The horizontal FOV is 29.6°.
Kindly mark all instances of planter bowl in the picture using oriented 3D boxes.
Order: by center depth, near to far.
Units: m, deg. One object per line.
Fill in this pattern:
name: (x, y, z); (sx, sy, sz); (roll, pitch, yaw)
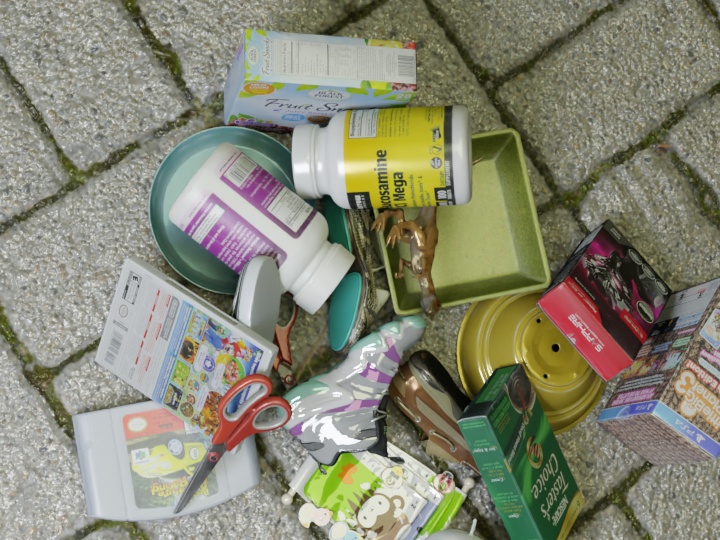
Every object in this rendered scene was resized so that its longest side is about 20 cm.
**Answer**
planter bowl: (0.221, 0.097, 1.633); (0.199, 0.083, 0.202); (2, 80, -13)

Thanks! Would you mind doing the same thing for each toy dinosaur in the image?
toy dinosaur: (0.072, -0.048, 1.596); (0.106, 0.060, 0.202); (16, 79, -34)

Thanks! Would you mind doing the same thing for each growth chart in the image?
growth chart: (0.019, 0.263, 1.588); (0.199, 0.018, 0.145); (29, 75, -6)

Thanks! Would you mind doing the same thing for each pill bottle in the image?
pill bottle: (-0.108, -0.043, 1.536); (0.200, 0.112, 0.113); (38, 74, -4)
pill bottle: (0.026, -0.127, 1.549); (0.198, 0.112, 0.113); (-2, 80, 8)

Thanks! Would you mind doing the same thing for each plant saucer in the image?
plant saucer: (-0.151, -0.069, 1.601); (0.199, 0.027, 0.202); (2, 80, -14)
plant saucer: (0.113, -0.057, 1.648); (0.198, 0.048, 0.202); (-10, 83, -11)

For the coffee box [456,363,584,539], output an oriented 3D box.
coffee box: (0.188, 0.222, 1.565); (0.123, 0.044, 0.201); (-44, 114, -52)

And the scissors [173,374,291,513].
scissors: (-0.156, 0.185, 1.455); (0.200, 0.014, 0.073); (-41, 119, 19)

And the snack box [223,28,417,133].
snack box: (-0.050, -0.213, 1.577); (0.198, 0.169, 0.068); (1, 76, -14)

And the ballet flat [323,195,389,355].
ballet flat: (0.000, 0.000, 1.612); (0.075, 0.068, 0.202); (5, 76, -36)

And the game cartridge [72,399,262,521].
game cartridge: (-0.215, 0.210, 1.532); (0.199, 0.041, 0.134); (-10, 86, -15)

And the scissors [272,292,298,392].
scissors: (-0.094, 0.117, 1.571); (0.073, 0.014, 0.202); (-10, 88, -17)

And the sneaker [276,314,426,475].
sneaker: (0.019, 0.153, 1.536); (0.199, 0.078, 0.140); (-36, 83, 1)

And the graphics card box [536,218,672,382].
graphics card box: (0.295, 0.032, 1.625); (0.126, 0.051, 0.200); (48, 34, -1)

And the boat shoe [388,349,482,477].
boat shoe: (0.105, 0.185, 1.602); (0.074, 0.076, 0.200); (-36, 100, 15)

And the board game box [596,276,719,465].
board game box: (0.397, 0.122, 1.632); (0.097, 0.159, 0.201); (35, 75, -6)

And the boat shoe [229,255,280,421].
boat shoe: (-0.131, 0.079, 1.490); (0.056, 0.069, 0.202); (13, 106, 22)

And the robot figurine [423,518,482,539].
robot figurine: (0.088, 0.375, 1.527); (0.113, 0.170, 0.200); (31, 79, 38)

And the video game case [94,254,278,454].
video game case: (-0.193, 0.092, 1.483); (0.199, 0.144, 0.018); (31, 29, 16)
